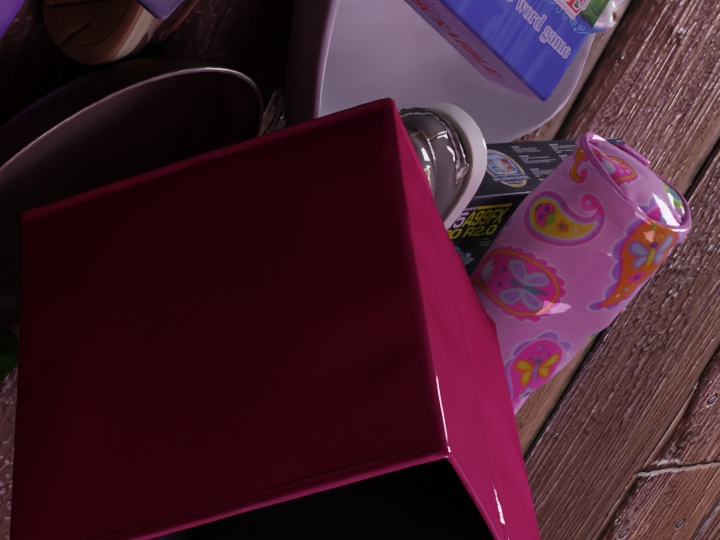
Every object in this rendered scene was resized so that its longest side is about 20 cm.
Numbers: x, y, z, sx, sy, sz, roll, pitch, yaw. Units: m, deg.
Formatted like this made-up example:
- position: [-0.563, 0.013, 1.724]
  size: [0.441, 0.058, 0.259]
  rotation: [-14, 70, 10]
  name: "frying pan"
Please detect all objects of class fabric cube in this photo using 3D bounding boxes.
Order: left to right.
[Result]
- position: [-0.035, 0.078, 0.805]
  size: [0.195, 0.200, 0.200]
  rotation: [-18, 139, 10]
  name: "fabric cube"

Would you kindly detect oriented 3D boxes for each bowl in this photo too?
- position: [0.041, -0.149, 0.932]
  size: [0.199, 0.075, 0.200]
  rotation: [-22, 143, -30]
  name: "bowl"

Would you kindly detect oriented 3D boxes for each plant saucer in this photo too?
- position: [-0.139, -0.043, 0.865]
  size: [0.200, 0.032, 0.200]
  rotation: [-33, 162, -12]
  name: "plant saucer"

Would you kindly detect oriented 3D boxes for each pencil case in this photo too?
- position: [0.098, 0.016, 0.975]
  size: [0.087, 0.088, 0.200]
  rotation: [7, 130, -48]
  name: "pencil case"

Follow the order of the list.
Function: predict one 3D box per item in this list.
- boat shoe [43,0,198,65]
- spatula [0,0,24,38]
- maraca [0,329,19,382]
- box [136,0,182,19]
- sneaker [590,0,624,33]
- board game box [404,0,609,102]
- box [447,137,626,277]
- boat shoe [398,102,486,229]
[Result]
- position: [-0.071, -0.181, 0.804]
  size: [0.200, 0.072, 0.072]
  rotation: [-56, 158, 17]
  name: "boat shoe"
- position: [-0.213, -0.059, 0.823]
  size: [0.056, 0.021, 0.201]
  rotation: [-6, 131, -44]
  name: "spatula"
- position: [-0.249, 0.105, 0.878]
  size: [0.200, 0.137, 0.107]
  rotation: [-45, 109, -8]
  name: "maraca"
- position: [-0.086, -0.242, 0.646]
  size: [0.200, 0.123, 0.198]
  rotation: [-46, 138, 3]
  name: "box"
- position: [0.154, -0.196, 0.843]
  size: [0.076, 0.077, 0.200]
  rotation: [32, 102, -31]
  name: "sneaker"
- position: [0.064, -0.200, 0.669]
  size: [0.200, 0.041, 0.200]
  rotation: [34, 86, -47]
  name: "board game box"
- position: [0.070, -0.006, 1.041]
  size: [0.199, 0.044, 0.160]
  rotation: [-8, 140, -44]
  name: "box"
- position: [-0.002, -0.002, 0.927]
  size: [0.060, 0.072, 0.202]
  rotation: [-19, 144, -50]
  name: "boat shoe"
